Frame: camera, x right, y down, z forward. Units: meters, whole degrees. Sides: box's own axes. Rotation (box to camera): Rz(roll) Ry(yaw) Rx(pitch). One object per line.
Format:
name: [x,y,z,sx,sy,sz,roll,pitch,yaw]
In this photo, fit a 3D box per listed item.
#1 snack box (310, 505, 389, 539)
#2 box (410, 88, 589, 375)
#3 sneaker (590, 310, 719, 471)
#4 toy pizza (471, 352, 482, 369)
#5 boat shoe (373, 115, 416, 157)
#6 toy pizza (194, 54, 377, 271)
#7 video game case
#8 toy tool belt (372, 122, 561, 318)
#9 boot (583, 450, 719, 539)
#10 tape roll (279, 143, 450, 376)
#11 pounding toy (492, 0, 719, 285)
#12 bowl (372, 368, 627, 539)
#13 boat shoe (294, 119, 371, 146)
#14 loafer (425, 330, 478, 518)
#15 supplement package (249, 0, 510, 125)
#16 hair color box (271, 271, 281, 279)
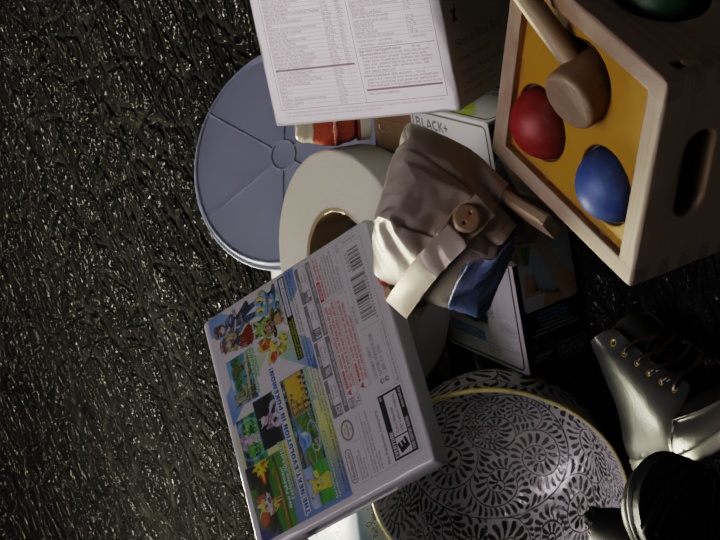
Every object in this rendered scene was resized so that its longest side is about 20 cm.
snack box: [-0.032,0.160,1.590,0.142,0.053,0.201,40,154,28]
box: [0.105,-0.034,1.451,0.116,0.060,0.202,24,129,58]
sneaker: [0.214,0.072,1.279,0.107,0.074,0.200,65,157,6]
toy pizza: [0.028,0.075,1.655,0.199,0.032,0.201,33,141,31]
boat shoe: [0.052,-0.077,1.524,0.072,0.064,0.202,21,124,47]
toy pizza: [-0.060,-0.098,1.671,0.199,0.032,0.202,-7,77,31]
video game case: [-0.031,0.091,1.458,0.182,0.022,0.202,-32,62,31]
toy tool belt: [0.074,-0.017,1.330,0.200,0.122,0.126,88,-160,-72]
boot: [0.209,0.188,1.300,0.198,0.074,0.162,44,165,-23]
tape roll: [0.000,0.000,1.528,0.202,0.037,0.205,25,120,51]
pounding toy: [0.149,-0.127,1.187,0.184,0.141,0.201,48,148,39]
bowl: [0.110,0.144,1.483,0.095,0.199,0.202,-77,-12,-55]
boat shoe: [-0.035,-0.171,1.579,0.201,0.062,0.072,-103,5,-49]
loafer: [0.062,0.119,1.557,0.071,0.063,0.202,-14,97,27]
supplement package: [0.019,-0.221,1.320,0.149,0.152,0.202,-2,109,31]
hair color box: [-0.033,0.070,1.819,0.101,0.061,0.202,42,144,47]
